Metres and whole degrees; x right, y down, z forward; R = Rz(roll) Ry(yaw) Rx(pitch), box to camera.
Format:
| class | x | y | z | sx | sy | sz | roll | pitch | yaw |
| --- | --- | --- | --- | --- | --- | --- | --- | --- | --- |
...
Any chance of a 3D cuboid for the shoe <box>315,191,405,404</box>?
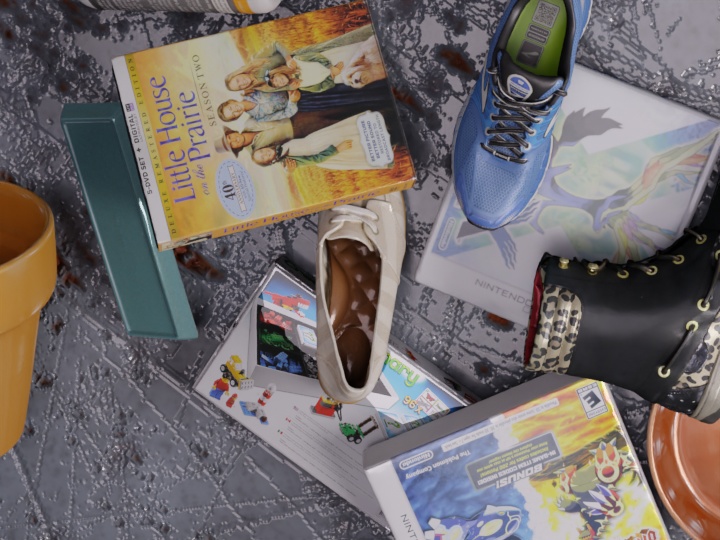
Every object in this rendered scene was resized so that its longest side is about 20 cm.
| class | x | y | z | sx | sy | sz | roll | pitch | yaw |
| --- | --- | --- | --- | --- | --- | --- | --- | --- | --- |
| shoe | 0.000 | 0.000 | 1.163 | 0.069 | 0.053 | 0.203 | 3 | 85 | -1 |

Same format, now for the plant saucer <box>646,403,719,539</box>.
| class | x | y | z | sx | sy | sz | roll | pitch | yaw |
| --- | --- | --- | --- | --- | --- | --- | --- | --- | --- |
| plant saucer | 0.318 | 0.128 | 1.161 | 0.198 | 0.032 | 0.203 | 2 | 102 | 11 |

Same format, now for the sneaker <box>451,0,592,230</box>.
| class | x | y | z | sx | sy | sz | roll | pitch | yaw |
| --- | --- | --- | --- | --- | --- | --- | --- | --- | --- |
| sneaker | 0.109 | -0.125 | 1.096 | 0.078 | 0.089 | 0.202 | 17 | 104 | 8 |

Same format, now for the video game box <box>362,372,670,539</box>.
| class | x | y | z | sx | sy | sz | roll | pitch | yaw |
| --- | --- | --- | --- | --- | --- | --- | --- | --- | --- |
| video game box | 0.125 | 0.187 | 1.182 | 0.198 | 0.047 | 0.184 | -23 | 106 | 7 |

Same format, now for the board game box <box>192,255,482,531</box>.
| class | x | y | z | sx | sy | sz | roll | pitch | yaw |
| --- | --- | --- | --- | --- | --- | --- | --- | --- | --- |
| board game box | -0.019 | 0.098 | 1.216 | 0.199 | 0.035 | 0.127 | 36 | 104 | 2 |

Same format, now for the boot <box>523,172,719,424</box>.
| class | x | y | z | sx | sy | sz | roll | pitch | yaw |
| --- | --- | --- | --- | --- | --- | --- | --- | --- | --- |
| boot | 0.208 | -0.004 | 1.102 | 0.152 | 0.073 | 0.206 | 12 | 93 | -1 |

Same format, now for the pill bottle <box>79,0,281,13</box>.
| class | x | y | z | sx | sy | sz | roll | pitch | yaw |
| --- | --- | --- | --- | --- | --- | --- | --- | --- | --- |
| pill bottle | -0.156 | -0.250 | 1.131 | 0.197 | 0.116 | 0.118 | 3 | 102 | 10 |

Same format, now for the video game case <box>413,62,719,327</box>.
| class | x | y | z | sx | sy | sz | roll | pitch | yaw |
| --- | --- | --- | --- | --- | --- | --- | --- | --- | --- |
| video game case | 0.157 | -0.051 | 1.160 | 0.181 | 0.022 | 0.202 | 22 | 104 | 6 |

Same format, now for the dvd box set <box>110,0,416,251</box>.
| class | x | y | z | sx | sy | sz | roll | pitch | yaw |
| --- | --- | --- | --- | --- | --- | --- | --- | --- | --- |
| dvd box set | -0.072 | -0.109 | 1.132 | 0.198 | 0.029 | 0.148 | -14 | 81 | -9 |

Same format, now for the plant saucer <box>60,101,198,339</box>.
| class | x | y | z | sx | sy | sz | roll | pitch | yaw |
| --- | --- | --- | --- | --- | --- | --- | --- | --- | --- |
| plant saucer | -0.182 | -0.034 | 1.192 | 0.069 | 0.019 | 0.202 | 3 | 118 | 33 |

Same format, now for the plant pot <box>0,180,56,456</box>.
| class | x | y | z | sx | sy | sz | roll | pitch | yaw |
| --- | --- | --- | --- | --- | --- | --- | --- | --- | --- |
| plant pot | -0.332 | 0.050 | 1.197 | 0.198 | 0.201 | 0.185 | 5 | 117 | 10 |
